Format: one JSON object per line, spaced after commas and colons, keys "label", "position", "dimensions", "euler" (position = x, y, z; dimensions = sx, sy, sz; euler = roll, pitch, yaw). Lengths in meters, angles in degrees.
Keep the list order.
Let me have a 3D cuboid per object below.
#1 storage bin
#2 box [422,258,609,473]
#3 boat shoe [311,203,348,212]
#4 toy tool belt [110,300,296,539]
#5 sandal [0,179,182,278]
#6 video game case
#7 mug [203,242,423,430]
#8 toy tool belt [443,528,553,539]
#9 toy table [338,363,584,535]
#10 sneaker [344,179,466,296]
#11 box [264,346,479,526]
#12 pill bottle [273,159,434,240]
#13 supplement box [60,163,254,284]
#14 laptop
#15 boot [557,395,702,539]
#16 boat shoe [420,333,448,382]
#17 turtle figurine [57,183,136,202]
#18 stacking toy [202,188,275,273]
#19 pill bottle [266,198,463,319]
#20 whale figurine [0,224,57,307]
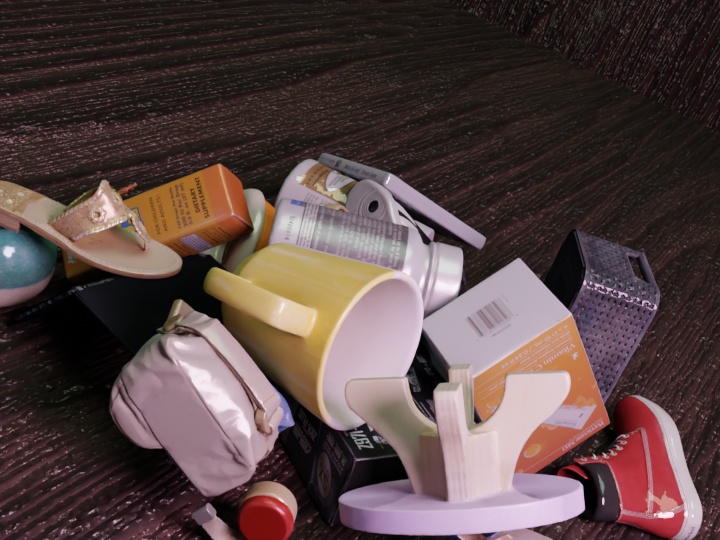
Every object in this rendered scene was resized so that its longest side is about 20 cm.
{"label": "storage bin", "position": [0.261, 0.069, 1.149], "dimensions": [0.094, 0.200, 0.135], "euler": [18, 28, -4]}
{"label": "box", "position": [0.162, 0.107, 0.988], "dimensions": [0.124, 0.200, 0.098], "euler": [-33, 44, -2]}
{"label": "boat shoe", "position": [-0.007, 0.008, 1.111], "dimensions": [0.066, 0.200, 0.074], "euler": [-8, 37, 39]}
{"label": "toy tool belt", "position": [-0.112, 0.124, 0.822], "dimensions": [0.200, 0.125, 0.123], "euler": [54, 20, -13]}
{"label": "sandal", "position": [-0.271, -0.059, 0.941], "dimensions": [0.211, 0.070, 0.078], "euler": [20, 29, -4]}
{"label": "video game case", "position": [0.057, -0.099, 1.363], "dimensions": [0.200, 0.024, 0.182], "euler": [30, -2, -35]}
{"label": "mug", "position": [-0.049, 0.033, 0.870], "dimensions": [0.153, 0.187, 0.149], "euler": [24, 57, 32]}
{"label": "toy tool belt", "position": [0.097, 0.267, 0.760], "dimensions": [0.123, 0.125, 0.200], "euler": [32, 19, -7]}
{"label": "toy table", "position": [0.078, 0.144, 0.793], "dimensions": [0.200, 0.117, 0.184], "euler": [-4, 0, -1]}
{"label": "sneaker", "position": [0.059, -0.024, 1.193], "dimensions": [0.112, 0.073, 0.200], "euler": [25, 26, -46]}
{"label": "box", "position": [0.008, 0.145, 0.967], "dimensions": [0.164, 0.086, 0.200], "euler": [0, 34, -33]}
{"label": "pill bottle", "position": [-0.009, -0.059, 1.287], "dimensions": [0.200, 0.115, 0.114], "euler": [27, 29, 12]}
{"label": "supplement box", "position": [-0.222, -0.044, 1.037], "dimensions": [0.069, 0.200, 0.067], "euler": [38, 32, -70]}
{"label": "laptop", "position": [-0.219, 0.051, 0.974], "dimensions": [0.177, 0.200, 0.103], "euler": [-18, 88, -51]}
{"label": "boot", "position": [0.280, 0.203, 1.070], "dimensions": [0.144, 0.073, 0.200], "euler": [13, 32, -10]}
{"label": "boat shoe", "position": [0.129, 0.099, 1.157], "dimensions": [0.086, 0.075, 0.202], "euler": [14, 19, -18]}
{"label": "turtle figurine", "position": [-0.301, -0.062, 1.154], "dimensions": [0.161, 0.065, 0.200], "euler": [-10, 18, -38]}
{"label": "stacking toy", "position": [-0.084, 0.004, 1.141], "dimensions": [0.200, 0.146, 0.146], "euler": [25, 24, -25]}
{"label": "pill bottle", "position": [0.000, 0.000, 1.011], "dimensions": [0.200, 0.114, 0.114], "euler": [13, 28, -3]}
{"label": "whale figurine", "position": [-0.414, -0.041, 0.993], "dimensions": [0.200, 0.104, 0.159], "euler": [18, 28, -9]}
